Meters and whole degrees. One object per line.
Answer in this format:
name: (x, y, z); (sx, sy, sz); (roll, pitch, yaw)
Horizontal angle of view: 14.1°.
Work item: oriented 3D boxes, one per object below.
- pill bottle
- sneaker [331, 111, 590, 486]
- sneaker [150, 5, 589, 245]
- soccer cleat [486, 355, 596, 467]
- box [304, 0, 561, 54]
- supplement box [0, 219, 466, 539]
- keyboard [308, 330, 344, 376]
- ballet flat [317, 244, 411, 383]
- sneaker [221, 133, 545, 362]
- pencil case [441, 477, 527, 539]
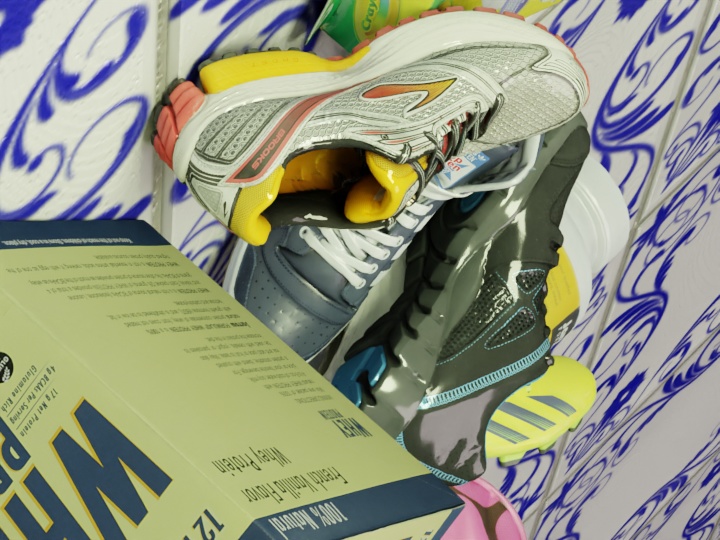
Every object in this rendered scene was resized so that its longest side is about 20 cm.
pill bottle: (0.056, 0.012, 1.595); (0.200, 0.112, 0.112); (-39, 161, -31)
sneaker: (0.062, 0.010, 1.418); (0.200, 0.082, 0.073); (-58, -158, -14)
sneaker: (0.013, -0.054, 1.262); (0.200, 0.082, 0.078); (-16, 142, -24)
soccer cleat: (0.050, 0.069, 1.679); (0.200, 0.065, 0.084); (-9, 117, -22)
box: (0.058, -0.158, 1.328); (0.200, 0.048, 0.117); (-27, 153, -50)
supplement box: (-0.098, 0.092, 1.202); (0.134, 0.200, 0.200); (-54, 164, 15)
keyboard: (0.005, 0.024, 1.495); (0.200, 0.056, 0.011); (-60, -171, -30)
ballet flat: (0.000, 0.000, 1.463); (0.069, 0.069, 0.200); (88, 12, -68)
sneaker: (0.012, -0.032, 1.377); (0.200, 0.070, 0.108); (-53, -161, -8)
pencil case: (0.002, 0.148, 1.571); (0.091, 0.094, 0.200); (-37, -167, -32)
